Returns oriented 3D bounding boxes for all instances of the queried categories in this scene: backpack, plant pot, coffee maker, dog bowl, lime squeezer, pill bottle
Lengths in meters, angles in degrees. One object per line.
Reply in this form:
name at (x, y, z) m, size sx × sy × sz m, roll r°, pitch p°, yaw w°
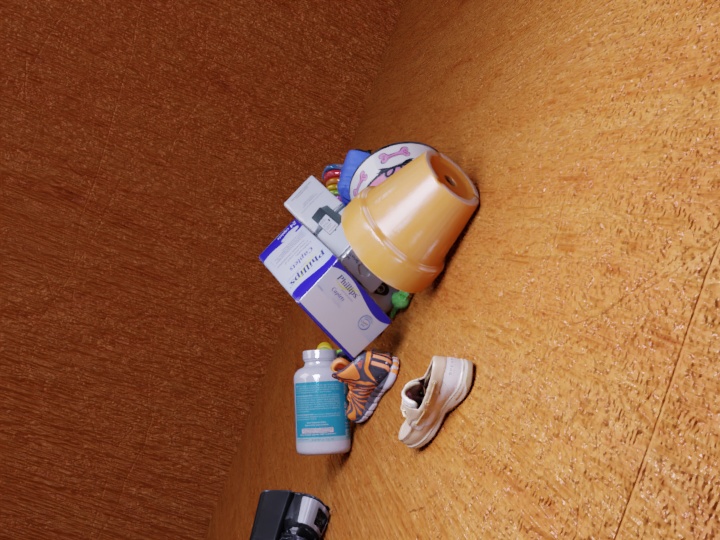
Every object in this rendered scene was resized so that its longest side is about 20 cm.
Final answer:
backpack at (0.030, -0.173, 2.030) m, size 0.200 × 0.160 × 0.170 m, roll 82°, pitch -158°, yaw -73°
plant pot at (0.098, -0.097, 1.533) m, size 0.183 × 0.199 × 0.201 m, roll -45°, pitch 21°, yaw 29°
coffee maker at (-0.168, 0.522, 1.687) m, size 0.136 × 0.189 × 0.202 m, roll 97°, pitch -174°, yaw -48°
dog bowl at (0.081, -0.140, 1.687) m, size 0.074 × 0.197 × 0.201 m, roll -107°, pitch 35°, yaw -44°
lime squeezer at (0.094, 0.031, 1.728) m, size 0.070 × 0.038 × 0.202 m, roll -30°, pitch -29°, yaw -53°
pill bottle at (-0.077, 0.260, 1.780) m, size 0.111 × 0.109 × 0.203 m, roll 148°, pitch 120°, yaw -74°

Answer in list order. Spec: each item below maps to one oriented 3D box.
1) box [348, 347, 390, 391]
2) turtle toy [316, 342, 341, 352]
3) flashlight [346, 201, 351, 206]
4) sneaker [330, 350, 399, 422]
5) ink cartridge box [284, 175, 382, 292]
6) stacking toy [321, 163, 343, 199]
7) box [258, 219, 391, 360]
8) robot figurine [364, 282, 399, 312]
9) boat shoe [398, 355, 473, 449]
box at (0.005, 0.219, 1.790) m, size 0.201 × 0.038 × 0.042 m, roll 123°, pitch 162°, yaw -53°
turtle toy at (-0.069, 0.260, 1.941) m, size 0.146 × 0.100 × 0.202 m, roll -98°, pitch 30°, yaw -70°
flashlight at (0.048, -0.136, 1.874) m, size 0.199 × 0.067 × 0.069 m, roll -16°, pitch -62°, yaw -46°
sneaker at (-0.011, 0.206, 1.686) m, size 0.078 × 0.111 × 0.201 m, roll -80°, pitch 14°, yaw -46°
ink cartridge box at (-0.035, -0.068, 1.699) m, size 0.083 × 0.147 × 0.200 m, roll -45°, pitch 52°, yaw 0°
stacking toy at (-0.083, -0.266, 3.182) m, size 0.110 × 0.114 × 0.203 m, roll 125°, pitch 152°, yaw -65°
box at (-0.067, 0.033, 1.634) m, size 0.105 × 0.184 × 0.200 m, roll -44°, pitch 35°, yaw -3°
robot figurine at (0.001, -0.001, 1.826) m, size 0.150 × 0.201 × 0.125 m, roll -41°, pitch -22°, yaw 8°
boat shoe at (0.091, 0.183, 1.283) m, size 0.074 × 0.068 × 0.201 m, roll -79°, pitch 13°, yaw -46°
